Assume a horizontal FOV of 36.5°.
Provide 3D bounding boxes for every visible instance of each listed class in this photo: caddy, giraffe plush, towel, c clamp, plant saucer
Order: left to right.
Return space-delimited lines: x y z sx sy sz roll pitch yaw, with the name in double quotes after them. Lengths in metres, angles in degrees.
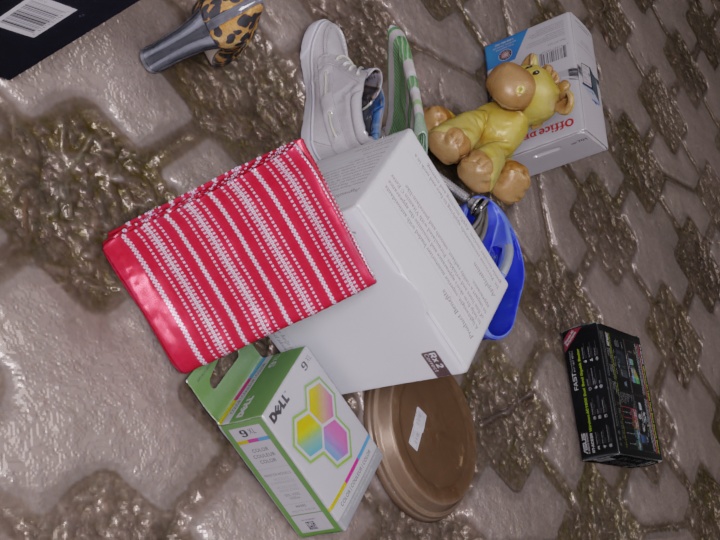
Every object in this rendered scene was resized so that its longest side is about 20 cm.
-0.105 -0.008 0.937 0.145 0.200 0.022 62 12 -13 "towel"
0.046 -0.142 1.129 0.200 0.023 0.153 -96 -175 -46 "towel"
0.074 0.182 1.236 0.200 0.029 0.200 27 55 -45 "plant saucer"
0.078 -0.103 1.300 0.200 0.027 0.171 41 48 12 "c clamp"
0.140 0.000 1.343 0.141 0.105 0.200 52 39 -28 "caddy"
0.192 -0.198 1.413 0.173 0.162 0.200 47 24 19 "giraffe plush"

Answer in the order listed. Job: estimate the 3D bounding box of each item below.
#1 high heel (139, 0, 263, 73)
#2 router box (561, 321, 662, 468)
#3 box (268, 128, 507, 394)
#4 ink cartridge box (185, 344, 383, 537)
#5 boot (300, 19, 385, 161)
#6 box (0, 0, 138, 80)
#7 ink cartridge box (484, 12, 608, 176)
-0.112 -0.255 1.080 0.071 0.142 0.200 61 35 -14 "high heel"
0.373 0.186 1.619 0.150 0.062 0.200 18 60 -49 "router box"
0.000 0.000 1.056 0.199 0.200 0.131 56 43 -23 "box"
-0.067 0.142 1.028 0.200 0.059 0.104 57 37 -20 "ink cartridge box"
-0.013 -0.212 1.240 0.074 0.096 0.200 27 54 -46 "boot"
-0.260 -0.273 0.832 0.104 0.200 0.182 10 66 -52 "box"
0.272 -0.257 1.615 0.086 0.146 0.200 23 57 -50 "ink cartridge box"
